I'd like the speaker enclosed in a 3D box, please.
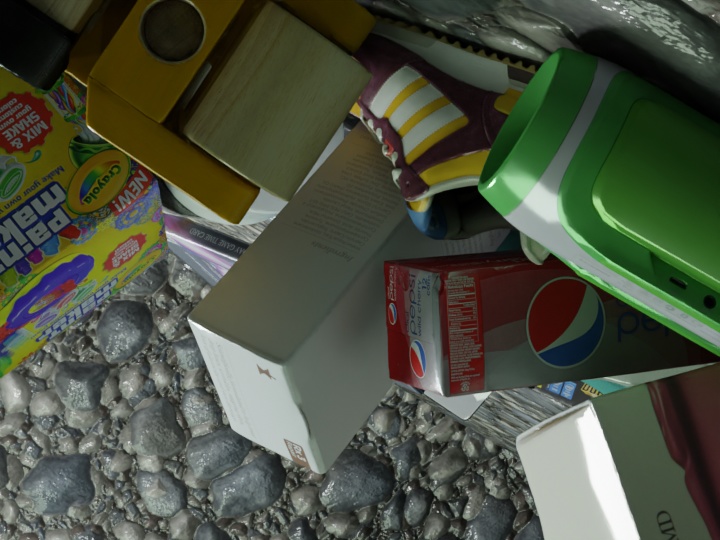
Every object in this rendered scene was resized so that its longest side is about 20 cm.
[{"bbox_3d":[0.155,-0.017,0.692,0.199,0.089,0.088,30,173,-6],"label":"speaker"}]

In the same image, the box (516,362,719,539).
[{"bbox_3d":[0.198,0.108,0.769,0.199,0.129,0.109,-14,168,-18],"label":"box"}]

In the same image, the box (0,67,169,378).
[{"bbox_3d":[-0.256,-0.042,0.968,0.193,0.200,0.122,48,163,13],"label":"box"}]

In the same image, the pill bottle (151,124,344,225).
[{"bbox_3d":[-0.090,-0.088,1.008,0.116,0.117,0.200,32,173,-22],"label":"pill bottle"}]

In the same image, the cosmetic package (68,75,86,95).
[{"bbox_3d":[-0.166,-0.151,1.009,0.051,0.083,0.200,31,172,-21],"label":"cosmetic package"}]

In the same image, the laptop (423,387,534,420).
[{"bbox_3d":[0.016,0.039,1.058,0.187,0.116,0.200,34,139,0],"label":"laptop"}]

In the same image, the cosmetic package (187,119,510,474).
[{"bbox_3d":[0.000,0.000,0.859,0.074,0.200,0.102,23,147,31],"label":"cosmetic package"}]

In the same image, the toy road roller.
[{"bbox_3d":[-0.097,-0.126,0.803,0.200,0.123,0.146,35,-176,-5],"label":"toy road roller"}]

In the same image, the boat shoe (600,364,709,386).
[{"bbox_3d":[0.114,0.031,0.916,0.199,0.061,0.076,4,157,2],"label":"boat shoe"}]

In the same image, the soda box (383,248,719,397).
[{"bbox_3d":[0.115,0.019,0.805,0.199,0.064,0.070,-5,-174,-23],"label":"soda box"}]

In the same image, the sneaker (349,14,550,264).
[{"bbox_3d":[0.032,-0.067,0.795,0.199,0.090,0.075,21,169,42],"label":"sneaker"}]

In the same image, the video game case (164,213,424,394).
[{"bbox_3d":[-0.055,0.019,1.100,0.200,0.019,0.143,22,163,46],"label":"video game case"}]

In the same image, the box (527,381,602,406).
[{"bbox_3d":[0.192,0.081,1.181,0.159,0.050,0.200,25,-173,35],"label":"box"}]

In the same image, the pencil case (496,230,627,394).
[{"bbox_3d":[0.135,0.015,0.991,0.199,0.085,0.093,31,-144,-10],"label":"pencil case"}]
